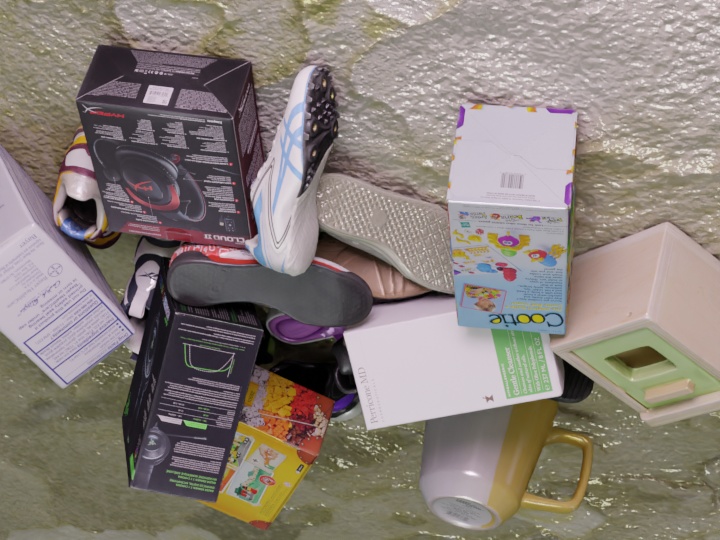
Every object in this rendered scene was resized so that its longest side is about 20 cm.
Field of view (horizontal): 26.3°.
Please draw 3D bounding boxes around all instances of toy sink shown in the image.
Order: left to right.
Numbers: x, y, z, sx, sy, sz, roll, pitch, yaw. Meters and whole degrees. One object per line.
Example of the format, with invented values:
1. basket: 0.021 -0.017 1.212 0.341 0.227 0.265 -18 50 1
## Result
1. toy sink: 0.297 0.067 1.444 0.199 0.113 0.130 34 147 -26

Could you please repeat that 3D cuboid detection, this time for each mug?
1. mug: 0.148 0.201 1.705 0.184 0.155 0.150 -3 144 31

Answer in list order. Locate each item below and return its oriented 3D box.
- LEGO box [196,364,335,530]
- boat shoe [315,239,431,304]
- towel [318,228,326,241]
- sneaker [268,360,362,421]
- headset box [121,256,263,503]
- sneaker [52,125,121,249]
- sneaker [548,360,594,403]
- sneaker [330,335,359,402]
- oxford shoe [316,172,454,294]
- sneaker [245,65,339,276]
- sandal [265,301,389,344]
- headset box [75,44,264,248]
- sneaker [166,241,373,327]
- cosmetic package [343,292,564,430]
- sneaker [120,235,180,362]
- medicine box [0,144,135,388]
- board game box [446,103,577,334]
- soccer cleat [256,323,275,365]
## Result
1. LEGO box: -0.135 0.198 1.763 0.147 0.078 0.201 25 140 -7
2. boat shoe: 0.000 0.000 1.548 0.197 0.073 0.065 -8 171 15
3. towel: -0.134 -0.063 1.557 0.198 0.023 0.144 27 148 -14
4. sneaker: -0.097 0.143 1.800 0.198 0.070 0.099 -15 152 21
5. headset box: -0.175 0.113 1.554 0.092 0.203 0.174 12 -164 -15
6. sneaker: -0.283 -0.061 1.573 0.074 0.091 0.201 17 150 2
7. sneaker: 0.149 0.093 1.615 0.198 0.075 0.089 23 152 12
8. sneaker: 0.015 0.106 1.656 0.086 0.074 0.200 -22 156 0
9. oxford shoe: 0.032 -0.039 1.470 0.198 0.076 0.058 24 176 -18
10. sneaker: -0.065 -0.089 1.370 0.072 0.072 0.202 21 120 17
11. sandal: -0.029 0.057 1.668 0.082 0.050 0.202 34 146 -27
12. headset box: -0.168 -0.104 1.425 0.146 0.076 0.201 7 142 10
13. sneaker: -0.085 -0.003 1.500 0.198 0.108 0.068 6 114 -1
14. cosmetic package: 0.093 0.079 1.510 0.197 0.085 0.109 -13 104 12
15. sneaker: -0.223 0.059 1.698 0.078 0.131 0.200 17 150 5
16. medicine box: -0.347 -0.011 1.586 0.183 0.102 0.201 52 178 44
17. board game box: 0.136 -0.042 1.354 0.103 0.104 0.201 4 148 9
18. soccer cleat: -0.132 0.072 1.747 0.080 0.068 0.200 11 157 -8
